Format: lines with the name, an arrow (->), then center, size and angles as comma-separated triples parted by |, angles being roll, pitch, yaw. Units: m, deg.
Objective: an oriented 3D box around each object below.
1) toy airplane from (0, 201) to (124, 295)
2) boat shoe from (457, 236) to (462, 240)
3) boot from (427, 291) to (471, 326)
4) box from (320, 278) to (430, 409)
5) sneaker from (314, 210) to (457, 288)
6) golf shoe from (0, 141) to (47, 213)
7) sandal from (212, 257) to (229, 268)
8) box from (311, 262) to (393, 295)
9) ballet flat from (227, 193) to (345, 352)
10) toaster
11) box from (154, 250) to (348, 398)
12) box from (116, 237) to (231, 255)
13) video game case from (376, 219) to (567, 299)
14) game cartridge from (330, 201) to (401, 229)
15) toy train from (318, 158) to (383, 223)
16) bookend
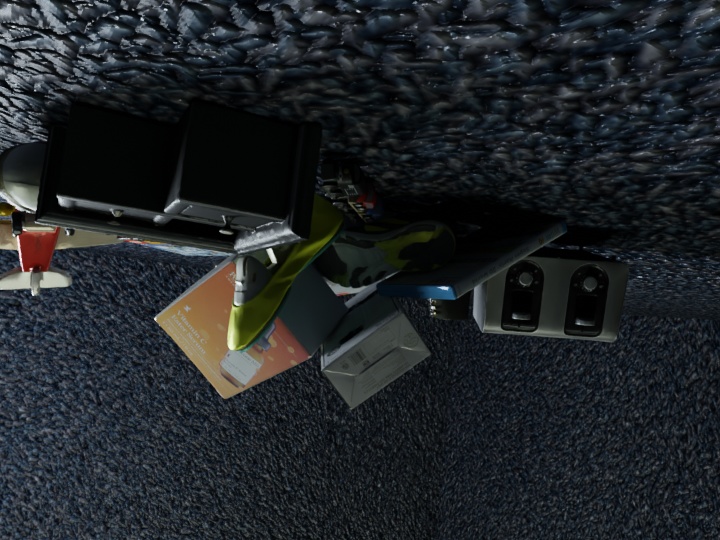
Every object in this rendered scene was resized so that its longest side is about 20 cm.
toy airplane -> -0.458, -0.062, 0.821 | 0.198, 0.142, 0.200 | -26, 155, 6
boat shoe -> 0.133, -0.016, 0.887 | 0.073, 0.076, 0.200 | -23, -173, 14
boot -> 0.115, 0.022, 1.052 | 0.198, 0.139, 0.077 | 7, 175, -3
box -> 0.011, 0.081, 0.738 | 0.116, 0.060, 0.200 | -36, -168, 2
sneaker -> 0.033, -0.029, 0.734 | 0.199, 0.075, 0.085 | -4, -160, 27
golf shoe -> -0.276, -0.096, 0.610 | 0.091, 0.073, 0.200 | -2, -177, 20
sandal -> -0.138, 0.001, 0.948 | 0.199, 0.045, 0.075 | 3, 179, -20
box -> 0.000, 0.000, 0.871 | 0.155, 0.041, 0.200 | -10, 169, 11
ballet flat -> -0.095, -0.007, 0.639 | 0.067, 0.200, 0.067 | 49, 157, -28
toaster -> 0.252, 0.023, 0.828 | 0.179, 0.120, 0.200 | 5, -172, 4
box -> -0.146, 0.057, 0.771 | 0.200, 0.153, 0.106 | -31, -168, 39
box -> -0.233, -0.051, 0.851 | 0.199, 0.040, 0.137 | 2, 172, 29
video game case -> 0.134, -0.015, 0.712 | 0.199, 0.018, 0.143 | -27, -166, -30
game cartridge -> 0.008, -0.061, 0.830 | 0.199, 0.041, 0.133 | 8, 171, -21
toy train -> -0.005, -0.081, 0.621 | 0.045, 0.034, 0.200 | -5, 174, 8
bookend -> -0.163, -0.078, 0.495 | 0.198, 0.093, 0.200 | 9, 174, -27
